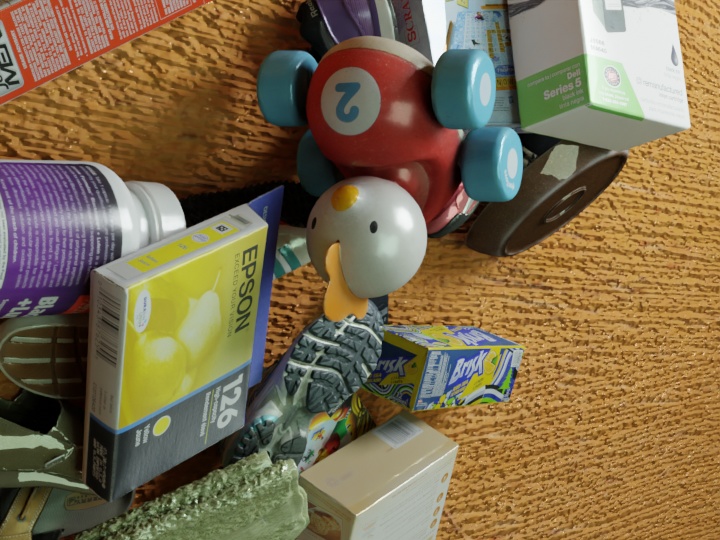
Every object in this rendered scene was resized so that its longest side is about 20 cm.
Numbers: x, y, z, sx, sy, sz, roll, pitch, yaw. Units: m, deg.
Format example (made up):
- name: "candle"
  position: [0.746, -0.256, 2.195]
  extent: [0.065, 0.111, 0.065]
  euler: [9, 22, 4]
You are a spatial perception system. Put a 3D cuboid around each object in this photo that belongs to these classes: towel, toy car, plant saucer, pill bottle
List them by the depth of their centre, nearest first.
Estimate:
- name: "pill bottle"
  position: [-0.229, -0.023, 0.939]
  extent: [0.200, 0.111, 0.112]
  euler: [-3, 108, -43]
- name: "toy car"
  position: [0.006, -0.058, 1.022]
  extent: [0.177, 0.184, 0.200]
  euler: [61, 40, -49]
- name: "towel"
  position: [-0.138, 0.225, 1.105]
  extent: [0.200, 0.037, 0.149]
  euler: [-22, 147, -7]
- name: "plant saucer"
  position: [0.192, -0.075, 1.295]
  extent: [0.200, 0.035, 0.200]
  euler: [-35, 166, -10]

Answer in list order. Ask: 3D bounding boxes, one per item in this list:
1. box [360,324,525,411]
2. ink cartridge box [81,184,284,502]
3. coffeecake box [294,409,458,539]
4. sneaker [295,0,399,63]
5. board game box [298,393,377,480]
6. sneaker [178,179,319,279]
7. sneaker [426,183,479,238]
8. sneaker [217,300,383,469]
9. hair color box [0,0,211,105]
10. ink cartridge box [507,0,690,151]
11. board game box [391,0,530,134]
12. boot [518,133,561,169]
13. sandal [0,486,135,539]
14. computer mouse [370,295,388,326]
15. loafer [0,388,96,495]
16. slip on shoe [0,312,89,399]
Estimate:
- name: "box"
  position: [0.082, 0.093, 1.290]
  extent: [0.200, 0.070, 0.064]
  euler: [5, 103, -57]
- name: "ink cartridge box"
  position: [-0.123, 0.055, 1.007]
  extent: [0.200, 0.047, 0.198]
  euler: [-26, 136, -43]
- name: "coffeecake box"
  position: [0.004, 0.257, 1.262]
  extent: [0.153, 0.073, 0.200]
  euler: [-26, 137, -44]
- name: "sneaker"
  position: [-0.010, -0.158, 1.141]
  extent: [0.087, 0.076, 0.200]
  euler: [-15, 131, -5]
- name: "board game box"
  position: [-0.066, 0.198, 1.240]
  extent: [0.200, 0.035, 0.126]
  euler: [-48, 134, -19]
- name: "sneaker"
  position: [-0.093, -0.017, 1.118]
  extent: [0.200, 0.070, 0.094]
  euler: [-10, 136, -47]
- name: "sneaker"
  position: [0.077, -0.132, 1.231]
  extent: [0.087, 0.074, 0.201]
  euler: [20, 85, -37]
- name: "sneaker"
  position: [-0.063, 0.098, 1.166]
  extent: [0.078, 0.086, 0.200]
  euler: [41, 86, -28]
- name: "hair color box"
  position: [-0.204, -0.185, 0.898]
  extent: [0.200, 0.111, 0.064]
  euler: [-33, 126, -30]
- name: "ink cartridge box"
  position: [0.209, -0.221, 1.176]
  extent: [0.145, 0.084, 0.201]
  euler: [5, 75, -41]
- name: "board game box"
  position: [0.112, -0.222, 1.178]
  extent: [0.200, 0.041, 0.200]
  euler: [-5, 84, -42]
- name: "boot"
  position: [0.215, -0.157, 1.347]
  extent: [0.154, 0.073, 0.203]
  euler: [-59, 153, 12]
- name: "sandal"
  position: [-0.258, 0.199, 1.042]
  extent: [0.200, 0.055, 0.082]
  euler: [-4, 109, -43]
- name: "computer mouse"
  position: [0.000, 0.000, 1.214]
  extent: [0.059, 0.034, 0.200]
  euler: [-28, 129, -45]
- name: "loafer"
  position: [-0.235, 0.130, 1.022]
  extent: [0.200, 0.076, 0.068]
  euler: [5, 109, -45]
- name: "slip on shoe"
  position: [-0.202, 0.053, 1.035]
  extent: [0.200, 0.061, 0.076]
  euler: [1, 125, -41]
